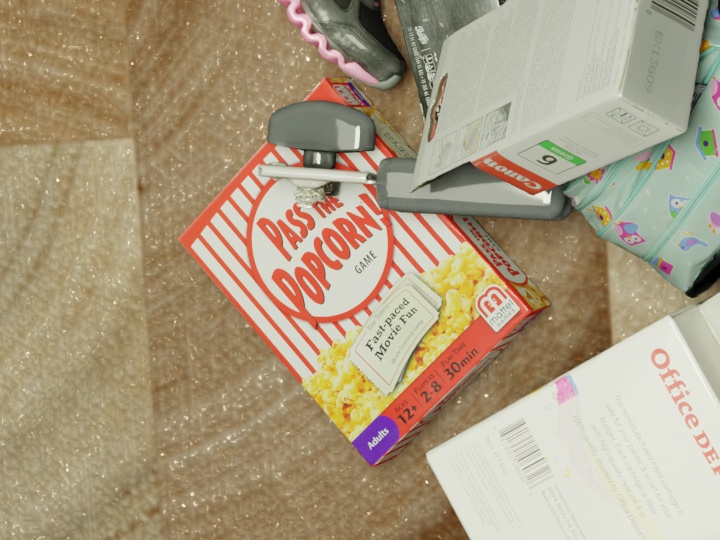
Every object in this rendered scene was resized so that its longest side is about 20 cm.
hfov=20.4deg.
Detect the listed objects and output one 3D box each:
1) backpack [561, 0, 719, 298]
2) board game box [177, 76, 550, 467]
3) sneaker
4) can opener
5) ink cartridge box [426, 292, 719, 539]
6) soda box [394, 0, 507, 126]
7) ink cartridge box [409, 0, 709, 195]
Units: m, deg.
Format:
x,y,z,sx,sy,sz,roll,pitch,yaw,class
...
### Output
x,y,z,sx,sy,sz,roll,pitch,yaw,class
0.207,-0.088,1.130,0.126,0.167,0.200,37,125,6,backpack
0.000,0.000,1.284,0.200,0.046,0.152,48,111,12,board game box
-0.018,-0.210,1.261,0.095,0.079,0.201,-33,83,11,sneaker
0.030,-0.063,1.212,0.199,0.053,0.067,9,94,17,can opener
0.167,0.108,1.179,0.199,0.125,0.129,-31,84,23,ink cartridge box
0.056,-0.194,1.229,0.070,0.063,0.201,-14,91,24,soda box
0.108,-0.105,1.110,0.200,0.050,0.110,-24,47,56,ink cartridge box
